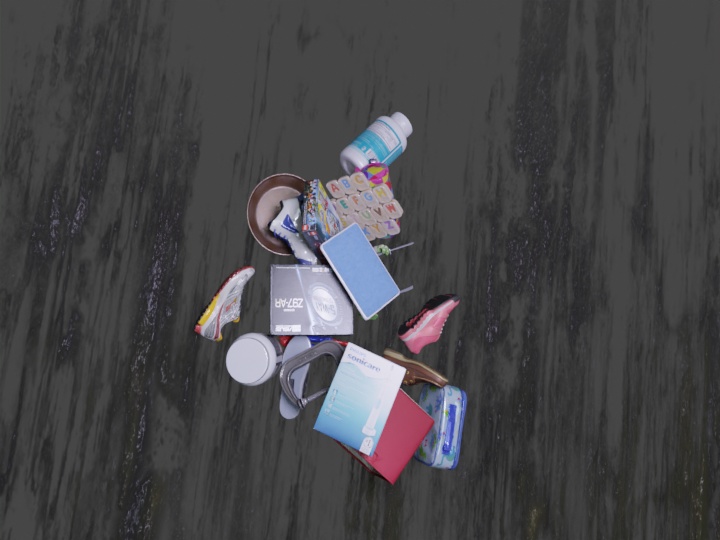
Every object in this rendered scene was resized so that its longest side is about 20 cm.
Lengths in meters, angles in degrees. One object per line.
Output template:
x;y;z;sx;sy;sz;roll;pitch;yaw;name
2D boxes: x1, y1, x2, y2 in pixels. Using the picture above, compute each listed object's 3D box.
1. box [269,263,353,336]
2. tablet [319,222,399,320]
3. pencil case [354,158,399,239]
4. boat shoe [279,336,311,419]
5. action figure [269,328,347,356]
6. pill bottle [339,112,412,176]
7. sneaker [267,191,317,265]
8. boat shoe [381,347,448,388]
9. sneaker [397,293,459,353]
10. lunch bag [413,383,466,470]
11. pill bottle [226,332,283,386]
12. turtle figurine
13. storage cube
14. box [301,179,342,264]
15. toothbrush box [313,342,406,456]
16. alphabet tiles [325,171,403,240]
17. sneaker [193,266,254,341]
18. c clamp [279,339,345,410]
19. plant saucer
-0.116;0.070;1.569;0.193;0.044;0.166;1;81;-10;box
0.000;0.000;1.565;0.129;0.014;0.203;-34;91;-36;tablet
0.046;-0.177;1.691;0.087;0.088;0.203;-33;133;-18;pencil case
-0.153;0.253;1.626;0.068;0.066;0.207;6;93;5;boat shoe
-0.132;0.177;1.662;0.195;0.052;0.067;18;73;-10;action figure
0.046;-0.321;1.744;0.200;0.111;0.111;-44;97;-18;pill bottle
-0.166;-0.084;1.636;0.111;0.081;0.206;-7;91;-5;sneaker
0.130;0.257;1.679;0.072;0.196;0.069;32;79;-53;boat shoe
0.188;0.139;1.768;0.198;0.073;0.088;-36;108;-14;sneaker
0.198;0.389;1.683;0.080;0.160;0.206;12;79;-15;lunch bag
-0.242;0.201;1.534;0.112;0.200;0.120;0;85;1;pill bottle
0.056;0.019;1.668;0.195;0.145;0.197;23;43;-6;turtle figurine
0.041;0.375;1.629;0.200;0.171;0.181;43;73;-8;storage cube
-0.089;-0.101;1.612;0.037;0.201;0.140;-6;60;14;box
-0.001;0.283;1.489;0.143;0.085;0.205;22;81;4;toothbrush box
0.006;-0.152;1.665;0.197;0.196;0.015;54;44;-29;alphabet tiles
-0.313;0.077;1.608;0.081;0.078;0.202;36;84;-14;sneaker
-0.088;0.256;1.558;0.195;0.027;0.175;-21;75;5;c clamp
-0.190;-0.138;1.687;0.194;0.037;0.207;2;83;-18;plant saucer
